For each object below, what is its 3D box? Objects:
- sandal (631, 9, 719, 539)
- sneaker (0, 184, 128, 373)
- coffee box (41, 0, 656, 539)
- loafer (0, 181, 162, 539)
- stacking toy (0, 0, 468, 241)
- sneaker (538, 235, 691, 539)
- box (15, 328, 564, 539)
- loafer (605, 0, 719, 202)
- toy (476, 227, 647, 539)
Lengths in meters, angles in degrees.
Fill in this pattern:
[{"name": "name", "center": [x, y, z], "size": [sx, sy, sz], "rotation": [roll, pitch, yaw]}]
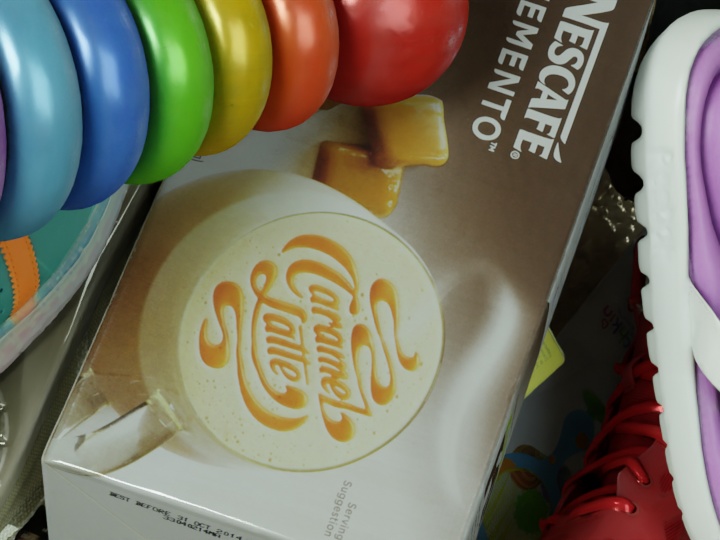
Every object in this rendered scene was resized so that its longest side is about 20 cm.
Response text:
[{"name": "sandal", "center": [0.123, 0.024, 0.862], "size": [0.082, 0.050, 0.203], "rotation": [-34, 115, -40]}, {"name": "sneaker", "center": [-0.124, -0.003, 0.767], "size": [0.200, 0.071, 0.080], "rotation": [-58, 162, -14]}, {"name": "coffee box", "center": [0.000, 0.000, 0.832], "size": [0.114, 0.080, 0.200], "rotation": [19, 63, 7]}, {"name": "loafer", "center": [-0.106, 0.034, 0.833], "size": [0.200, 0.076, 0.068], "rotation": [-58, 158, -8]}, {"name": "stacking toy", "center": [-0.056, -0.057, 0.745], "size": [0.200, 0.085, 0.085], "rotation": [-18, 107, -34]}, {"name": "sneaker", "center": [0.083, 0.051, 0.919], "size": [0.200, 0.078, 0.116], "rotation": [-24, 98, -44]}, {"name": "box", "center": [-0.036, 0.065, 0.888], "size": [0.200, 0.075, 0.050], "rotation": [-39, 116, -20]}, {"name": "loafer", "center": [0.055, -0.093, 0.921], "size": [0.200, 0.071, 0.073], "rotation": [54, 42, -10]}, {"name": "toy", "center": [0.059, 0.091, 0.968], "size": [0.200, 0.047, 0.115], "rotation": [-47, 115, -23]}]
